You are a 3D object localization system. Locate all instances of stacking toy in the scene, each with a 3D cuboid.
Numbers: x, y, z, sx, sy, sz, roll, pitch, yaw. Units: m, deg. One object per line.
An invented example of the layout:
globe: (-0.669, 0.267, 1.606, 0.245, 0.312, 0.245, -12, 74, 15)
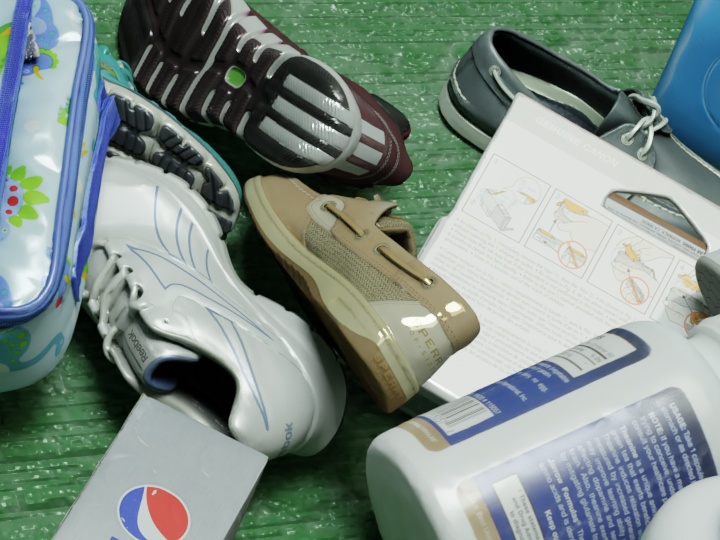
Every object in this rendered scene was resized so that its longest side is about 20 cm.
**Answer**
stacking toy: (0.258, -0.139, 1.461, 0.109, 0.117, 0.200, 26, 29, 8)

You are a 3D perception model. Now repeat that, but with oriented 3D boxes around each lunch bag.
lunch bag: (-0.199, -0.044, 1.123, 0.159, 0.083, 0.201, 4, 57, 2)

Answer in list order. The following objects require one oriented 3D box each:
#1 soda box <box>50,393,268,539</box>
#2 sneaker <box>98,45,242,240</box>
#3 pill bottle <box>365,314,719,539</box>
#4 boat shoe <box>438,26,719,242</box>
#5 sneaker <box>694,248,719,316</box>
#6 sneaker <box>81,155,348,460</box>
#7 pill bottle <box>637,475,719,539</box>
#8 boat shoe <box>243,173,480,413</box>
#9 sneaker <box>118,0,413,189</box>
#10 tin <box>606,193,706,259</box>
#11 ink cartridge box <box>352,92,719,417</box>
soda box: (-0.111, 0.149, 1.036, 0.068, 0.064, 0.200, 26, 43, 2)
sneaker: (-0.137, -0.087, 1.244, 0.200, 0.078, 0.080, 37, 35, 10)
pill bottle: (0.112, 0.091, 1.121, 0.199, 0.111, 0.111, -23, 59, -15)
boat shoe: (0.142, -0.073, 1.366, 0.199, 0.062, 0.073, 28, 43, 2)
sneaker: (0.270, 0.021, 1.150, 0.145, 0.077, 0.203, -26, 41, -8)
sneaker: (-0.094, 0.015, 1.150, 0.200, 0.075, 0.087, 41, 27, 17)
pill bottle: (0.155, 0.165, 1.046, 0.110, 0.201, 0.111, 13, 46, -13)
boat shoe: (0.000, 0.000, 1.176, 0.064, 0.071, 0.200, -33, 35, -5)
sneaker: (-0.045, -0.094, 1.307, 0.115, 0.076, 0.200, 25, 13, -48)
tin: (0.157, 0.021, 1.304, 0.199, 0.042, 0.112, 29, 48, 3)
ink cartridge box: (0.123, 0.030, 1.235, 0.199, 0.045, 0.177, 30, 63, 3)
